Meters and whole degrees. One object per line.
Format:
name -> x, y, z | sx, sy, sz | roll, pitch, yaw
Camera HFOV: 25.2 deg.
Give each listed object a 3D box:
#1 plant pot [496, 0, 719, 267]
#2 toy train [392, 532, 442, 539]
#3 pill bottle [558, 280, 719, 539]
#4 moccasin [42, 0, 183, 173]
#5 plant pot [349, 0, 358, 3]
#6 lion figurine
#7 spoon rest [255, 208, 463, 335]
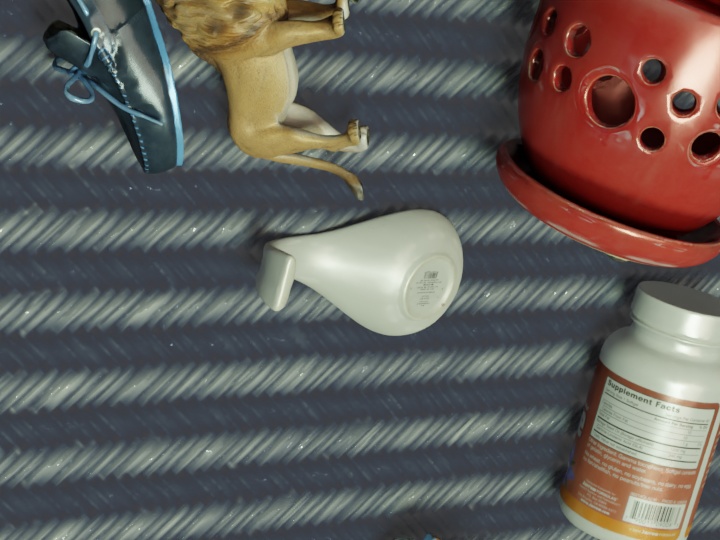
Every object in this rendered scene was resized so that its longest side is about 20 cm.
plant pot -> 0.203, -0.115, 1.142 | 0.199, 0.200, 0.183 | 6, 115, -33
toy train -> 0.091, 0.273, 1.281 | 0.200, 0.114, 0.087 | 37, 86, -37
pill bottle -> 0.238, 0.116, 1.306 | 0.112, 0.112, 0.201 | 5, 107, -32
moccasin -> -0.165, -0.151, 0.984 | 0.068, 0.080, 0.201 | -22, 106, -16
plant pot -> -0.074, -0.289, 0.886 | 0.199, 0.200, 0.178 | 24, 101, -35
lion figurine -> -0.063, -0.126, 1.046 | 0.122, 0.073, 0.201 | -4, 124, 7
spoon rest -> 0.000, 0.000, 1.157 | 0.199, 0.060, 0.100 | 3, 110, -46
